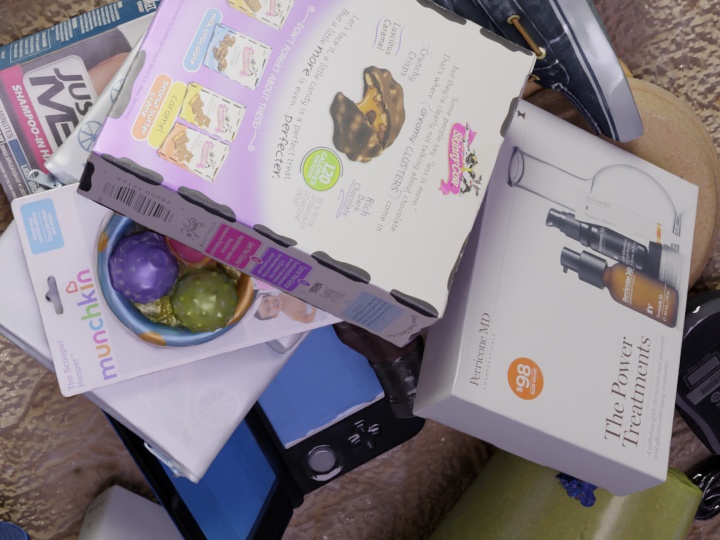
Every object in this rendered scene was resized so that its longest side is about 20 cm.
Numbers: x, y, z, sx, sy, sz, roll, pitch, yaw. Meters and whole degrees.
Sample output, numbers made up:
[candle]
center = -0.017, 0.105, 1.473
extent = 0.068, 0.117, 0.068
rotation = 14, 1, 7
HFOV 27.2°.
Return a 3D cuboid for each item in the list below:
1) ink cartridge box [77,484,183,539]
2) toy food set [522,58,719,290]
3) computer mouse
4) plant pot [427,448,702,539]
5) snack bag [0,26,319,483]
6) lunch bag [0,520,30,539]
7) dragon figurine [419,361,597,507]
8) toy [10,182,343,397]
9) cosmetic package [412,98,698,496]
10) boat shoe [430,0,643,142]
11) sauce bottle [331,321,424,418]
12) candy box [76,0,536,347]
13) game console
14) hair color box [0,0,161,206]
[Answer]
[ink cartridge box]
center = -0.114, 0.265, 1.002
extent = 0.199, 0.175, 0.043
rotation = 30, 141, -22
[toy food set]
center = 0.146, -0.037, 0.995
extent = 0.199, 0.049, 0.199
rotation = 29, 103, -22
[computer mouse]
center = 0.258, 0.081, 1.069
extent = 0.138, 0.053, 0.200
rotation = -34, 129, 0
[plant pot]
center = 0.135, 0.195, 1.026
extent = 0.199, 0.200, 0.185
rotation = 29, 92, -22
[snack bag]
center = -0.109, -0.006, 0.864
extent = 0.188, 0.021, 0.201
rotation = 39, 87, -14
[lunch bag]
center = -0.288, 0.247, 0.942
extent = 0.135, 0.200, 0.134
rotation = 8, 114, 25
[dragon figurine]
center = 0.094, 0.060, 0.926
extent = 0.059, 0.099, 0.201
rotation = -47, 119, -29
[toy]
center = -0.083, -0.007, 0.834
extent = 0.198, 0.047, 0.116
rotation = -16, 98, -12
[cosmetic package]
center = 0.121, 0.014, 0.890
extent = 0.150, 0.052, 0.202
rotation = 21, 63, -19
[boat shoe]
center = 0.094, -0.141, 0.884
extent = 0.090, 0.071, 0.201
rotation = -26, 126, 14
[sauce bottle]
center = 0.000, 0.000, 0.943
extent = 0.066, 0.066, 0.201
rotation = -28, 110, 0
[candy box]
center = -0.026, -0.079, 0.803
extent = 0.199, 0.072, 0.169
rotation = 26, 68, -8
[game console]
center = -0.056, 0.085, 0.962
extent = 0.170, 0.118, 0.201
rotation = -27, 116, 0
[hair color box]
center = -0.130, -0.109, 0.897
extent = 0.198, 0.061, 0.101
rotation = -22, 115, -3
